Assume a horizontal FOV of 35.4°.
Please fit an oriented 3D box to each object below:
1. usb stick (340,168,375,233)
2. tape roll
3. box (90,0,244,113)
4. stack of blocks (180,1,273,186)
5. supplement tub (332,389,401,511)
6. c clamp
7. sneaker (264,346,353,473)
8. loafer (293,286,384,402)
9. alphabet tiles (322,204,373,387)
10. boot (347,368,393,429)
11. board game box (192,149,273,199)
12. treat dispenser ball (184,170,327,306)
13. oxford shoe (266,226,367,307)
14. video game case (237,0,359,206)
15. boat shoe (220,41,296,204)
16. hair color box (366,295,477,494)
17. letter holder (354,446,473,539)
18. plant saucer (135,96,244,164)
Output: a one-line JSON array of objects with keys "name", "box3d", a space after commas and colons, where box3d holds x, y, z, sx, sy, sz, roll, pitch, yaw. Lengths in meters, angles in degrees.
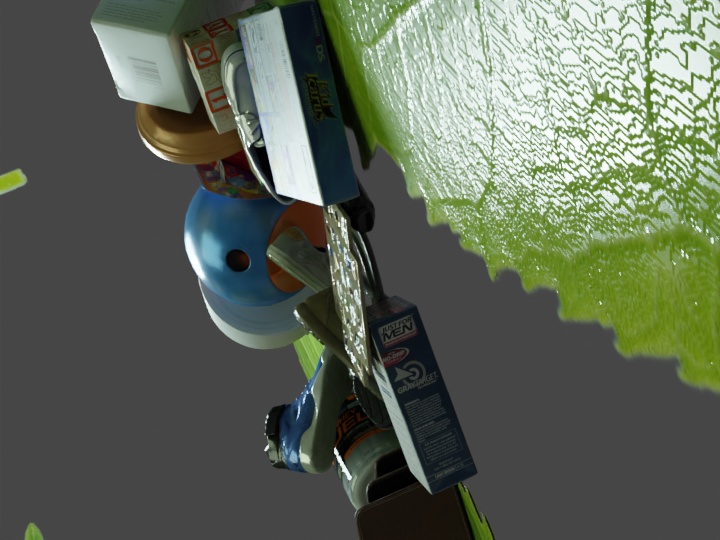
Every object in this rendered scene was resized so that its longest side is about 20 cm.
[{"name": "usb stick", "box3d": [-0.034, -0.126, 1.264, 0.056, 0.032, 0.201, 82, 163, -55]}, {"name": "tape roll", "box3d": [-0.146, 0.011, 1.734, 0.139, 0.201, 0.204, 105, 142, -76]}, {"name": "box", "box3d": [-0.239, -0.331, 1.431, 0.153, 0.105, 0.201, 83, -157, -60]}, {"name": "stack of blocks", "box3d": [-0.131, -0.209, 1.377, 0.059, 0.114, 0.201, -126, 16, -56]}, {"name": "supplement tub", "box3d": [0.014, 0.251, 1.608, 0.200, 0.122, 0.123, -128, 17, -58]}, {"name": "c clamp", "box3d": [0.000, 0.000, 1.386, 0.200, 0.027, 0.172, -129, 19, -61]}, {"name": "sneaker", "box3d": [-0.078, 0.187, 1.594, 0.077, 0.111, 0.202, 36, -121, -46]}, {"name": "loafer", "box3d": [0.008, 0.096, 1.374, 0.200, 0.068, 0.076, 43, 177, -5]}, {"name": "alphabet tiles", "box3d": [-0.015, 0.019, 1.246, 0.167, 0.006, 0.202, -121, 23, -64]}, {"name": "boot", "box3d": [0.033, 0.162, 1.512, 0.201, 0.069, 0.132, -114, -2, -49]}, {"name": "board game box", "box3d": [-0.152, -0.178, 1.501, 0.039, 0.157, 0.201, 104, 147, -46]}, {"name": "treat dispenser ball", "box3d": [-0.143, -0.052, 1.554, 0.201, 0.199, 0.202, 157, 90, -81]}, {"name": "oxford shoe", "box3d": [-0.044, 0.005, 1.478, 0.075, 0.058, 0.200, 26, 170, 45]}, {"name": "video game case", "box3d": [-0.068, -0.175, 1.187, 0.181, 0.045, 0.202, -158, 54, -69]}, {"name": "boat shoe", "box3d": [-0.113, -0.169, 1.327, 0.066, 0.071, 0.201, -109, 5, -57]}, {"name": "hair color box", "box3d": [0.059, 0.135, 1.247, 0.100, 0.060, 0.201, -156, 44, -77]}, {"name": "letter holder", "box3d": [0.065, 0.347, 1.469, 0.101, 0.141, 0.201, -133, 22, -66]}, {"name": "plant saucer", "box3d": [-0.204, -0.229, 1.480, 0.201, 0.199, 0.038, 61, 176, 34]}]
